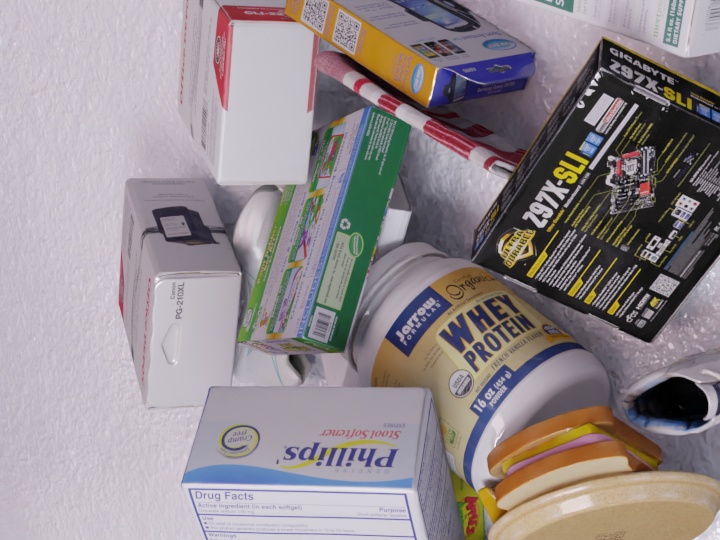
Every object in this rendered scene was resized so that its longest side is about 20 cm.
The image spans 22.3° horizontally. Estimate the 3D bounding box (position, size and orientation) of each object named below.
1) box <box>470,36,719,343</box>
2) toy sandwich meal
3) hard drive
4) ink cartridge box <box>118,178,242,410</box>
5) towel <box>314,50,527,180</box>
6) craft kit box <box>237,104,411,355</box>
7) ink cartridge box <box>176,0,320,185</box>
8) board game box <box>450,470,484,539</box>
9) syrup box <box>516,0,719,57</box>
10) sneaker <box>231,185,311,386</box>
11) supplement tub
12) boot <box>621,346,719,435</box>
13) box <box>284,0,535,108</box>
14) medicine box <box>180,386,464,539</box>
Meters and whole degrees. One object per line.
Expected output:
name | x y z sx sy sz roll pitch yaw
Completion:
box | 0.196 -0.054 1.341 0.159 0.049 0.200 25 127 -8
toy sandwich meal | 0.180 0.171 1.399 0.205 0.204 0.071 -39 52 45
hard drive | 0.000 0.000 1.605 0.132 0.027 0.201 -106 27 -57
ink cartridge box | -0.174 0.019 1.734 0.200 0.084 0.145 -117 30 -58
towel | 0.071 -0.116 1.460 0.200 0.144 0.023 35 103 35
craft kit box | -0.034 -0.028 1.549 0.197 0.048 0.201 -5 67 69
ink cartridge box | -0.102 -0.176 1.609 0.200 0.083 0.145 -125 38 -62
board game box | 0.059 0.221 1.636 0.101 0.047 0.201 11 109 44
syrup box | 0.189 -0.224 1.346 0.200 0.081 0.079 26 118 38
sneaker | -0.075 0.017 1.716 0.080 0.070 0.201 12 113 27
supplement tub | 0.088 0.080 1.493 0.200 0.144 0.145 39 127 32
boot | 0.286 0.088 1.321 0.200 0.095 0.074 -17 89 48
box | 0.046 -0.188 1.479 0.200 0.119 0.042 40 127 33
medicine box | -0.023 0.191 1.434 0.181 0.103 0.201 0 135 13
